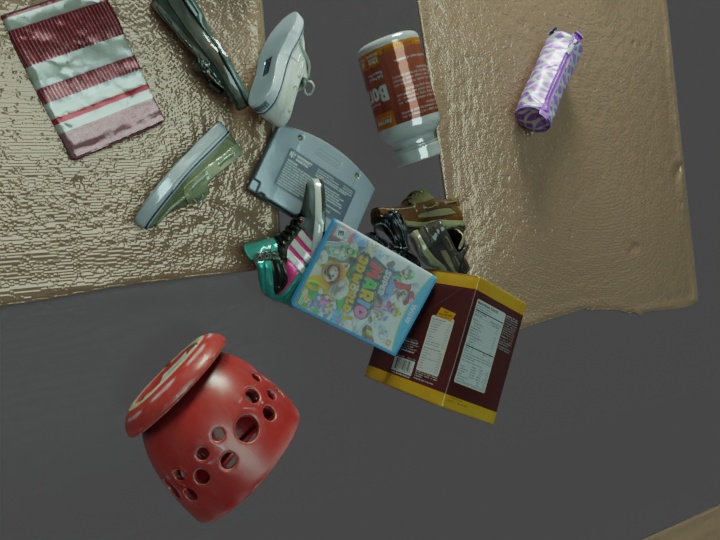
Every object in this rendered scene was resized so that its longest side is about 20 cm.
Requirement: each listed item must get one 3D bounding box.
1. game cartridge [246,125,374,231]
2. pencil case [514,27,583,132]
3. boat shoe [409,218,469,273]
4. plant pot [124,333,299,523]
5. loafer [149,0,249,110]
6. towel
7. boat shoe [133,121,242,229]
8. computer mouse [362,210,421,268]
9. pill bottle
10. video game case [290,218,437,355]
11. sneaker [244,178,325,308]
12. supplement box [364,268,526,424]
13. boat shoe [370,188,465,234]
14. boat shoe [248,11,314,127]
[{"bbox_3d":[-0.075,-0.143,0.967,0.197,0.041,0.136,30,74,-24],"label":"game cartridge"},{"bbox_3d":[0.379,-0.377,1.166,0.083,0.085,0.204,29,79,-22],"label":"pencil case"},{"bbox_3d":[0.157,-0.033,1.021,0.199,0.073,0.076,22,37,-59],"label":"boat shoe"},{"bbox_3d":[-0.213,0.209,0.817,0.183,0.200,0.201,47,72,-11],"label":"plant pot"},{"bbox_3d":[-0.236,-0.324,0.873,0.062,0.072,0.203,-31,100,-3],"label":"loafer"},{"bbox_3d":[-0.382,-0.275,0.818,0.142,0.023,0.204,-28,101,-22],"label":"towel"},{"bbox_3d":[-0.248,-0.132,0.859,0.062,0.072,0.202,42,70,-18],"label":"boat shoe"},{"bbox_3d":[0.000,0.000,0.972,0.196,0.053,0.142,-23,93,4],"label":"computer mouse"},{"bbox_3d":[0.072,-0.287,0.996,0.110,0.112,0.205,-21,100,-24],"label":"pill bottle"},{"bbox_3d":[0.008,0.030,0.908,0.197,0.018,0.146,27,95,-22],"label":"video game case"},{"bbox_3d":[-0.120,-0.045,0.906,0.117,0.084,0.206,6,95,-12],"label":"sneaker"},{"bbox_3d":[0.139,0.117,0.980,0.131,0.195,0.205,25,80,-35],"label":"supplement box"},{"bbox_3d":[0.103,-0.104,1.043,0.196,0.075,0.076,1,85,-35],"label":"boat shoe"},{"bbox_3d":[-0.109,-0.306,0.914,0.086,0.073,0.207,39,47,-42],"label":"boat shoe"}]
